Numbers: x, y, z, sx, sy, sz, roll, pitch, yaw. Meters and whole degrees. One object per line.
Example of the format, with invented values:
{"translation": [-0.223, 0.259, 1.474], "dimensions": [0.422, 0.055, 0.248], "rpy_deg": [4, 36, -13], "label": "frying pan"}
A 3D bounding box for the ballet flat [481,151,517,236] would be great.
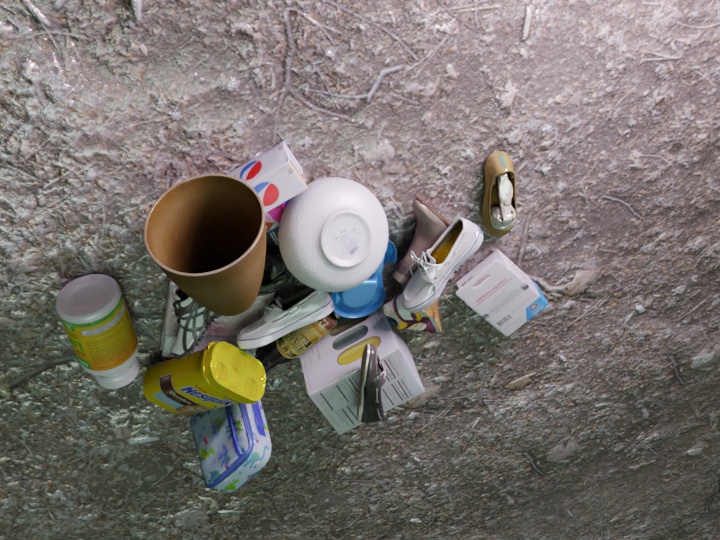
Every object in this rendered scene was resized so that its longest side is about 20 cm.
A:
{"translation": [0.260, -0.125, 1.471], "dimensions": [0.068, 0.063, 0.202], "rpy_deg": [-17, 133, -1], "label": "ballet flat"}

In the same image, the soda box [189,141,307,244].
{"translation": [-0.191, -0.129, 1.325], "dimensions": [0.198, 0.064, 0.068], "rpy_deg": [-29, 133, 8], "label": "soda box"}

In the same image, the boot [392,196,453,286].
{"translation": [0.114, -0.039, 1.483], "dimensions": [0.146, 0.070, 0.199], "rpy_deg": [-47, 138, 8], "label": "boot"}

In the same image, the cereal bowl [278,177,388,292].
{"translation": [-0.037, -0.059, 1.360], "dimensions": [0.197, 0.083, 0.204], "rpy_deg": [-3, 98, -22], "label": "cereal bowl"}

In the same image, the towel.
{"translation": [-0.276, 0.093, 1.512], "dimensions": [0.197, 0.032, 0.193], "rpy_deg": [3, 128, -21], "label": "towel"}

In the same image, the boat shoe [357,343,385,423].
{"translation": [0.027, 0.211, 1.480], "dimensions": [0.056, 0.067, 0.202], "rpy_deg": [3, 131, -4], "label": "boat shoe"}

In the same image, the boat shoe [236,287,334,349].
{"translation": [-0.150, 0.081, 1.492], "dimensions": [0.198, 0.074, 0.066], "rpy_deg": [-25, 110, -2], "label": "boat shoe"}

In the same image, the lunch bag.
{"translation": [-0.262, 0.327, 1.604], "dimensions": [0.160, 0.202, 0.082], "rpy_deg": [-40, 137, 21], "label": "lunch bag"}

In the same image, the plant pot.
{"translation": [-0.227, -0.019, 1.266], "dimensions": [0.183, 0.189, 0.201], "rpy_deg": [-15, 148, -4], "label": "plant pot"}

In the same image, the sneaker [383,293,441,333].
{"translation": [0.105, 0.084, 1.579], "dimensions": [0.089, 0.076, 0.200], "rpy_deg": [-12, 159, 13], "label": "sneaker"}

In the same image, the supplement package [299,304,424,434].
{"translation": [-0.001, 0.194, 1.603], "dimensions": [0.198, 0.153, 0.151], "rpy_deg": [-27, 130, 6], "label": "supplement package"}

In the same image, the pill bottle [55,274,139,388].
{"translation": [-0.461, 0.116, 1.417], "dimensions": [0.109, 0.112, 0.202], "rpy_deg": [-11, 132, -7], "label": "pill bottle"}

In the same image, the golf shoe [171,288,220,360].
{"translation": [-0.304, 0.075, 1.431], "dimensions": [0.094, 0.078, 0.201], "rpy_deg": [34, 117, -10], "label": "golf shoe"}

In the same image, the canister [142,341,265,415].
{"translation": [-0.303, 0.214, 1.524], "dimensions": [0.198, 0.088, 0.148], "rpy_deg": [-18, 143, 33], "label": "canister"}

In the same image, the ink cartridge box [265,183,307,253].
{"translation": [-0.167, -0.079, 1.397], "dimensions": [0.198, 0.037, 0.095], "rpy_deg": [-26, 132, 3], "label": "ink cartridge box"}

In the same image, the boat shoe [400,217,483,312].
{"translation": [0.129, -0.014, 1.420], "dimensions": [0.202, 0.075, 0.086], "rpy_deg": [-47, 135, 16], "label": "boat shoe"}

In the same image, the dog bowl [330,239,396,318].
{"translation": [0.000, 0.000, 1.507], "dimensions": [0.110, 0.050, 0.202], "rpy_deg": [0, 130, -18], "label": "dog bowl"}

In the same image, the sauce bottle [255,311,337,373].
{"translation": [-0.136, 0.142, 1.576], "dimensions": [0.199, 0.066, 0.066], "rpy_deg": [-41, 130, 16], "label": "sauce bottle"}

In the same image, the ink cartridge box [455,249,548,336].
{"translation": [0.279, 0.038, 1.615], "dimensions": [0.116, 0.068, 0.199], "rpy_deg": [-40, 130, 17], "label": "ink cartridge box"}

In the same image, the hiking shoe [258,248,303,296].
{"translation": [-0.125, -0.006, 1.417], "dimensions": [0.198, 0.077, 0.101], "rpy_deg": [-25, 174, 6], "label": "hiking shoe"}
